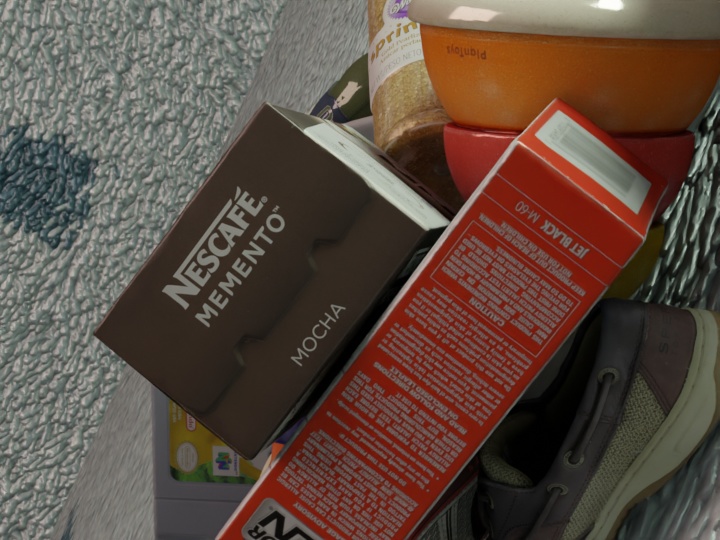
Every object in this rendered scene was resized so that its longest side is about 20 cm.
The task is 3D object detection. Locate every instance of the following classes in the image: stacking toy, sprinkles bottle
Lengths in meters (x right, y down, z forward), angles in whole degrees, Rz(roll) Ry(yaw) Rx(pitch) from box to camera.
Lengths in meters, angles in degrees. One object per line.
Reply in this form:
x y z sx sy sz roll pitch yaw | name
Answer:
0.089 -0.030 0.814 0.146 0.146 0.200 -122 35 -77 | stacking toy
0.037 -0.114 0.940 0.200 0.068 0.068 -93 27 -46 | sprinkles bottle

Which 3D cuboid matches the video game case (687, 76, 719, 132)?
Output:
0.154 -0.125 0.931 0.200 0.023 0.182 -99 34 -70 | video game case

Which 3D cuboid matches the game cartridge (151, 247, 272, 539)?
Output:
-0.065 0.085 1.148 0.040 0.133 0.200 -65 -25 -79 | game cartridge

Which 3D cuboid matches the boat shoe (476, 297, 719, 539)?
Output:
0.079 0.082 0.750 0.072 0.065 0.200 -80 17 -49 | boat shoe

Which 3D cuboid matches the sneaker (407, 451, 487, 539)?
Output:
0.029 0.141 0.850 0.078 0.082 0.200 -77 -2 -63 | sneaker

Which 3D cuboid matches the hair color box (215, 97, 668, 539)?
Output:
0.034 0.035 0.721 0.200 0.064 0.111 -52 -2 20 | hair color box

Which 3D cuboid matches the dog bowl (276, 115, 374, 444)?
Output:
0.000 0.000 0.970 0.200 0.079 0.200 -18 31 11 | dog bowl

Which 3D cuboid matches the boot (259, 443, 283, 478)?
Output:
-0.017 0.156 0.990 0.107 0.075 0.200 119 154 -50 | boot

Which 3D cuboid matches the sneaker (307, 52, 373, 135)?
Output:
0.024 -0.093 1.124 0.090 0.067 0.200 -37 -13 14 | sneaker

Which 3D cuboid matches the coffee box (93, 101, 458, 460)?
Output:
-0.025 0.000 0.766 0.113 0.080 0.200 -52 -4 6 | coffee box
